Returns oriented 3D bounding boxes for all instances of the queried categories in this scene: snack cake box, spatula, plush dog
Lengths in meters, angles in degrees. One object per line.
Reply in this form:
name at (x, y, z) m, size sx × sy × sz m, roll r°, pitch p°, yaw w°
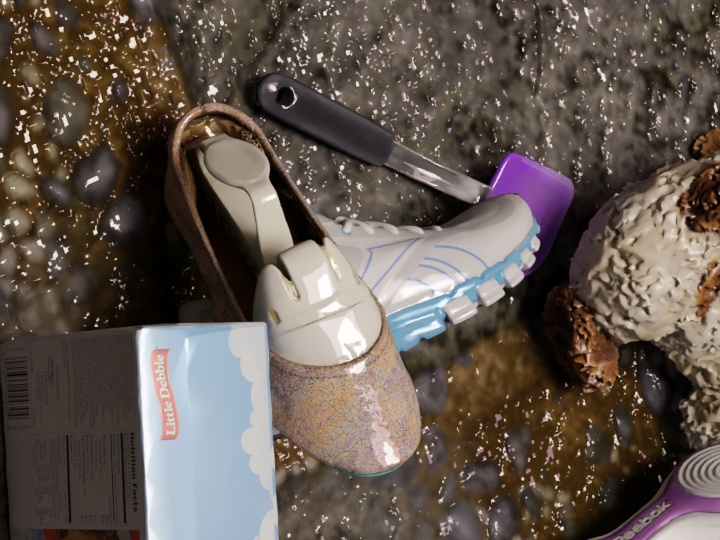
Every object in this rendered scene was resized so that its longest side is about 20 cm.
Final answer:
snack cake box at (-0.090, 0.124, 1.124) m, size 0.067 × 0.115 × 0.201 m, roll -2°, pitch 87°, yaw -38°
spatula at (0.027, -0.050, 1.296) m, size 0.199 × 0.021 × 0.057 m, roll 24°, pitch 88°, yaw -33°
plush dog at (0.179, -0.011, 1.346) m, size 0.171 × 0.200 × 0.161 m, roll -2°, pitch 54°, yaw -49°

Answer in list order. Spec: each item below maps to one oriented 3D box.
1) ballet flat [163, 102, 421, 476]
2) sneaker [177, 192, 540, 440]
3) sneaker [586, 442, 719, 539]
ballet flat at (-0.035, 0.001, 1.143) m, size 0.068 × 0.200 × 0.067 m, roll -21°, pitch 140°, yaw -19°
sneaker at (0.000, 0.000, 1.238) m, size 0.200 × 0.075 × 0.087 m, roll -33°, pitch 99°, yaw -34°
sneaker at (0.169, 0.153, 1.344) m, size 0.199 × 0.075 × 0.100 m, roll -31°, pitch 116°, yaw -6°
